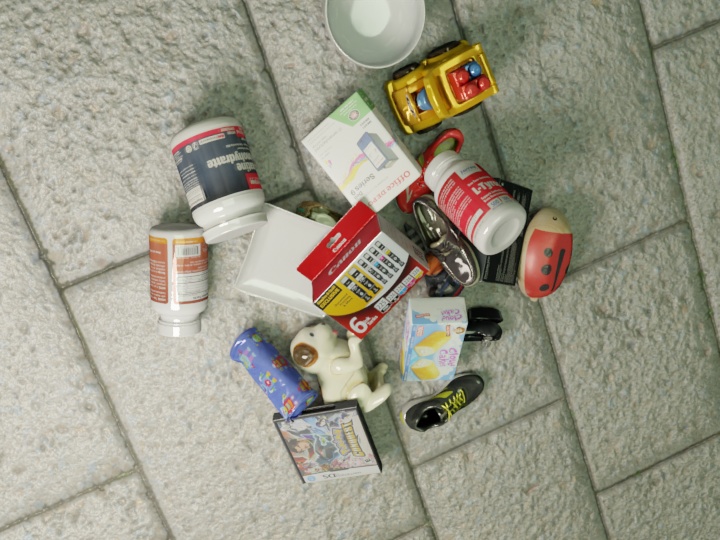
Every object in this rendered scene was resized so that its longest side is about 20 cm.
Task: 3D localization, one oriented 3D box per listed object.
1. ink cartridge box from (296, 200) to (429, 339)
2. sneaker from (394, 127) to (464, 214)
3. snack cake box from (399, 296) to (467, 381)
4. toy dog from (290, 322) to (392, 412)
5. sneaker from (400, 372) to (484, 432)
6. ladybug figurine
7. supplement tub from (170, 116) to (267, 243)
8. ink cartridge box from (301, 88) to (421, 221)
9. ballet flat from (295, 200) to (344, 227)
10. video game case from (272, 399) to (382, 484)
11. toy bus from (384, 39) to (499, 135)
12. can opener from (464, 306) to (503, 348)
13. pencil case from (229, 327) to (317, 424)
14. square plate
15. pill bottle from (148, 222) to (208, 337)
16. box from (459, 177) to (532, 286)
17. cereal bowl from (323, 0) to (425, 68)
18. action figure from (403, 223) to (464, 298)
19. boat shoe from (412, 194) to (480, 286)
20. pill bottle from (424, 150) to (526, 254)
[{"bbox_3d":[0.000,0.000,1.544,0.175,0.084,0.200,36,109,-23],"label":"ink cartridge box"},{"bbox_3d":[0.136,-0.203,1.610,0.076,0.085,0.202,34,90,-7],"label":"sneaker"},{"bbox_3d":[0.145,0.141,1.633,0.112,0.068,0.202,0,139,-4],"label":"snack cake box"},{"bbox_3d":[-0.057,0.193,1.638,0.193,0.140,0.200,-38,106,17],"label":"toy dog"},{"bbox_3d":[0.184,0.291,1.724,0.197,0.085,0.075,-29,107,-6],"label":"sneaker"},{"bbox_3d":[0.393,-0.030,1.695,0.134,0.071,0.204,-4,110,-37],"label":"ladybug figurine"},{"bbox_3d":[-0.257,-0.165,1.482,0.138,0.140,0.204,-19,89,-8],"label":"supplement tub"},{"bbox_3d":[0.005,-0.221,1.549,0.144,0.088,0.201,-37,100,14],"label":"ink cartridge box"},{"bbox_3d":[-0.037,-0.078,1.609,0.197,0.065,0.072,21,92,-17],"label":"ballet flat"},{"bbox_3d":[-0.064,0.353,1.645,0.177,0.026,0.203,-11,126,12],"label":"video game case"},{"bbox_3d":[0.164,-0.345,1.536,0.197,0.192,0.138,-28,107,-4],"label":"toy bus"},{"bbox_3d":[0.210,0.128,1.718,0.195,0.080,0.064,-5,141,-9],"label":"can opener"},{"bbox_3d":[-0.173,0.206,1.585,0.200,0.078,0.087,44,125,17],"label":"pencil case"},{"bbox_3d":[-0.129,-0.020,1.590,0.194,0.029,0.203,18,116,-11],"label":"square plate"},{"bbox_3d":[-0.345,0.017,1.535,0.110,0.112,0.205,0,102,-12],"label":"pill bottle"},{"bbox_3d":[0.267,-0.078,1.629,0.140,0.078,0.205,8,94,-53],"label":"box"},{"bbox_3d":[0.021,-0.486,1.530,0.195,0.083,0.205,-2,101,-12],"label":"cereal bowl"},{"bbox_3d":[0.170,-0.022,1.673,0.199,0.104,0.196,-40,116,-33],"label":"action figure"},{"bbox_3d":[0.159,-0.055,1.560,0.071,0.065,0.203,-32,83,29],"label":"boat shoe"},{"bbox_3d":[0.210,-0.133,1.519,0.111,0.201,0.113,-27,146,-20],"label":"pill bottle"}]
